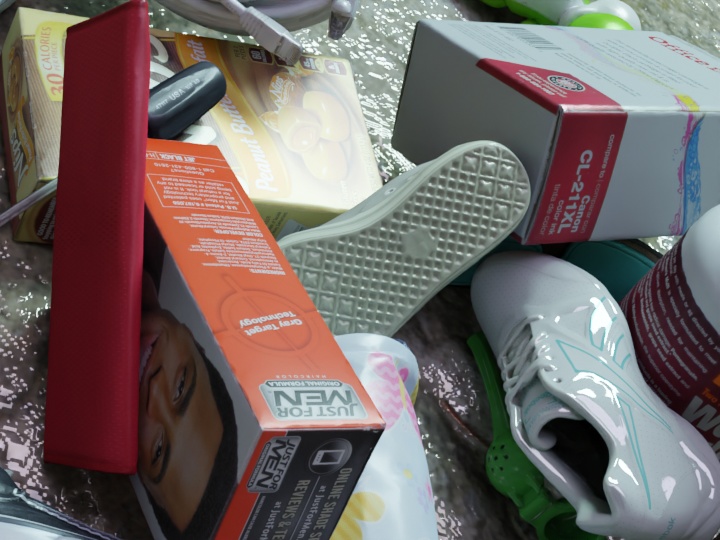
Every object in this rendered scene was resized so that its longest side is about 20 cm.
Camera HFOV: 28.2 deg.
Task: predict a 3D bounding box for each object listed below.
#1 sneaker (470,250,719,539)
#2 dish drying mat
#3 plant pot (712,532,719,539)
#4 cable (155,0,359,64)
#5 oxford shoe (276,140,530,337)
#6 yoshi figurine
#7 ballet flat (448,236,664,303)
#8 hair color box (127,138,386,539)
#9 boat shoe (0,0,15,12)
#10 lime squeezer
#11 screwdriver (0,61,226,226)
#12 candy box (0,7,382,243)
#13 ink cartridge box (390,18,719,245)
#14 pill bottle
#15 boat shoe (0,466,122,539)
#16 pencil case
[{"bbox_3d":[0.107,0.057,0.739,0.080,0.071,0.201,7,36,-39],"label":"sneaker"},{"bbox_3d":[-0.115,-0.013,0.636,0.018,0.077,0.202,5,85,-34],"label":"dish drying mat"},{"bbox_3d":[0.225,0.210,0.659,0.199,0.201,0.178,28,35,-9],"label":"plant pot"},{"bbox_3d":[-0.057,-0.232,0.797,0.199,0.069,0.201,30,88,6],"label":"cable"},{"bbox_3d":[0.000,0.000,0.745,0.199,0.058,0.076,-33,97,-11],"label":"oxford shoe"},{"bbox_3d":[0.133,-0.186,0.986,0.200,0.113,0.112,47,59,7],"label":"yoshi figurine"},{"bbox_3d":[0.108,-0.015,0.854,0.198,0.068,0.069,16,34,-20],"label":"ballet flat"},{"bbox_3d":[-0.070,0.037,0.633,0.061,0.102,0.200,3,35,-33],"label":"hair color box"},{"bbox_3d":[-0.228,-0.146,0.744,0.070,0.072,0.201,32,44,-4],"label":"boat shoe"},{"bbox_3d":[0.105,0.121,0.768,0.200,0.038,0.071,51,15,15],"label":"lime squeezer"},{"bbox_3d":[-0.133,-0.046,0.687,0.200,0.028,0.029,-46,116,-36],"label":"screwdriver"},{"bbox_3d":[-0.091,-0.069,0.778,0.198,0.055,0.116,5,53,-29],"label":"candy box"},{"bbox_3d":[0.142,-0.084,0.848,0.199,0.083,0.146,-3,28,-32],"label":"ink cartridge box"},{"bbox_3d":[0.200,0.033,0.772,0.109,0.200,0.110,16,48,-19],"label":"pill bottle"},{"bbox_3d":[-0.169,0.099,0.586,0.198,0.072,0.068,15,49,-12],"label":"boat shoe"},{"bbox_3d":[0.000,0.128,0.655,0.082,0.091,0.201,-15,52,10],"label":"pencil case"}]
